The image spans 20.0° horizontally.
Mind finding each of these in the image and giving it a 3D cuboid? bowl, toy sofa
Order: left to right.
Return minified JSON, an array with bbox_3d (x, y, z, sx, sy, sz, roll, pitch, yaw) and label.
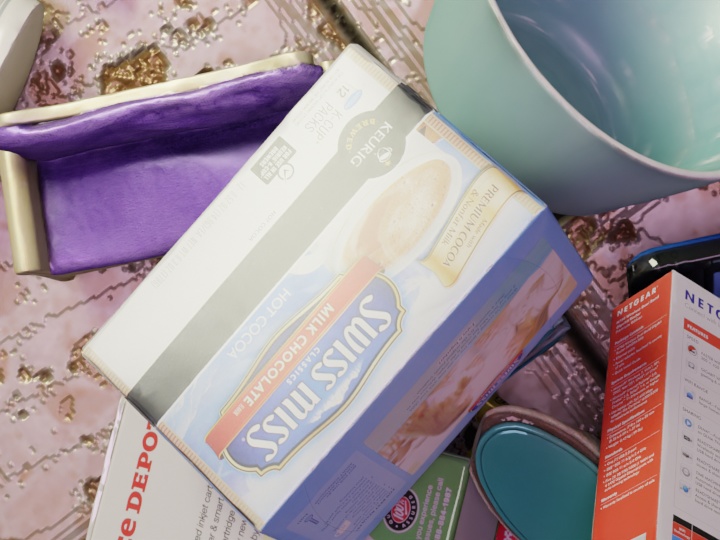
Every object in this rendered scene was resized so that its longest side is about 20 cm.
[{"bbox_3d":[-0.097,-0.053,1.104,0.199,0.098,0.083,-11,83,11],"label":"toy sofa"},{"bbox_3d":[0.111,-0.110,1.067,0.201,0.201,0.105,49,134,-1],"label":"bowl"}]

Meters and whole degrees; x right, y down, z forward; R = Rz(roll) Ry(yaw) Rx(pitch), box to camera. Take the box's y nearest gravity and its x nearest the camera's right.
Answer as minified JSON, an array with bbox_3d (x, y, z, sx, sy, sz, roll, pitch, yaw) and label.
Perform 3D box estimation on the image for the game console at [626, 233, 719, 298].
[{"bbox_3d":[0.252,0.052,1.097,0.198,0.171,0.119,-12,68,5],"label":"game console"}]

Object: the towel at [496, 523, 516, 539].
[{"bbox_3d":[0.006,0.202,1.150,0.198,0.022,0.146,7,96,4],"label":"towel"}]

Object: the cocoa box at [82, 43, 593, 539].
[{"bbox_3d":[-0.006,0.022,0.984,0.131,0.133,0.200,42,90,22],"label":"cocoa box"}]

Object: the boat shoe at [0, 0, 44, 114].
[{"bbox_3d":[-0.248,-0.075,1.149,0.068,0.072,0.201,31,106,1],"label":"boat shoe"}]

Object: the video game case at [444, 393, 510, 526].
[{"bbox_3d":[0.039,0.167,1.167,0.180,0.026,0.200,38,98,0],"label":"video game case"}]

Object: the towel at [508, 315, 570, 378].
[{"bbox_3d":[0.000,0.000,1.138,0.146,0.022,0.200,-39,81,6],"label":"towel"}]

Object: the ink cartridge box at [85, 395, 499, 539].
[{"bbox_3d":[-0.039,0.151,1.081,0.199,0.084,0.146,12,84,21],"label":"ink cartridge box"}]

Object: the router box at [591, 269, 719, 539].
[{"bbox_3d":[0.209,0.124,1.022,0.199,0.180,0.049,31,137,-22],"label":"router box"}]

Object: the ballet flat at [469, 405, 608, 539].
[{"bbox_3d":[0.131,0.132,1.041,0.200,0.062,0.067,42,111,-12],"label":"ballet flat"}]
